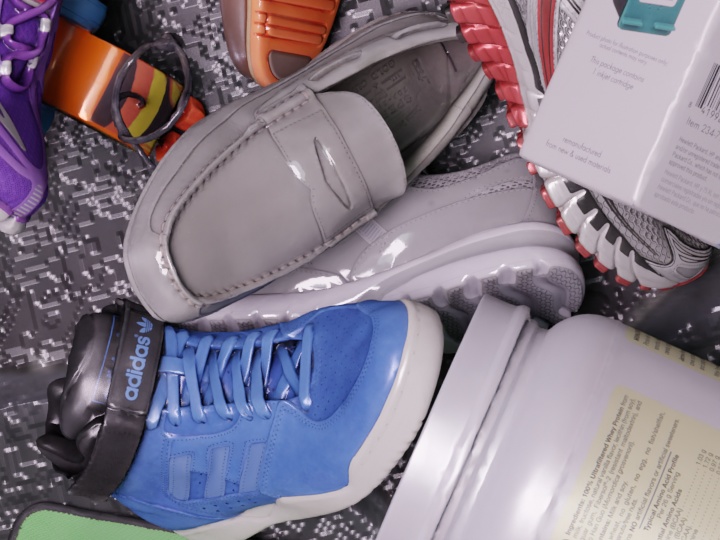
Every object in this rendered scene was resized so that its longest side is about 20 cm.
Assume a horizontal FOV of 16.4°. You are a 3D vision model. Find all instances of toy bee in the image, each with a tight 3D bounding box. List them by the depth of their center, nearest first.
[{"bbox_3d":[-0.125,-0.076,1.066,0.131,0.109,0.200,-45,55,11],"label":"toy bee"}]

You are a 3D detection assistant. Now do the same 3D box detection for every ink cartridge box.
[{"bbox_3d":[0.155,-0.109,0.934,0.067,0.116,0.201,27,95,47],"label":"ink cartridge box"}]

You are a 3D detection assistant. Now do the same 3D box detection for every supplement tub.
[{"bbox_3d":[0.115,0.105,0.971,0.199,0.145,0.146,24,96,4],"label":"supplement tub"}]

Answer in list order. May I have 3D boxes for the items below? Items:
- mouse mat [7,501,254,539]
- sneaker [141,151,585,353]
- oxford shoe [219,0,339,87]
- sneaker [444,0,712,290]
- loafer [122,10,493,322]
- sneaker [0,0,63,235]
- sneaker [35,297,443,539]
[{"bbox_3d":[-0.079,0.187,1.056,0.199,0.008,0.162,8,68,20],"label":"mouse mat"},{"bbox_3d":[0.000,0.000,1.058,0.199,0.075,0.082,-11,54,17],"label":"sneaker"},{"bbox_3d":[-0.050,-0.174,1.064,0.073,0.071,0.201,-4,84,31],"label":"oxford shoe"},{"bbox_3d":[0.097,-0.077,0.985,0.082,0.078,0.200,-22,119,15],"label":"sneaker"},{"bbox_3d":[-0.016,-0.047,0.990,0.070,0.200,0.070,-8,119,46],"label":"loafer"},{"bbox_3d":[-0.142,-0.112,0.977,0.083,0.081,0.201,-18,62,21],"label":"sneaker"},{"bbox_3d":[-0.059,0.050,0.994,0.111,0.200,0.077,25,60,-23],"label":"sneaker"}]
